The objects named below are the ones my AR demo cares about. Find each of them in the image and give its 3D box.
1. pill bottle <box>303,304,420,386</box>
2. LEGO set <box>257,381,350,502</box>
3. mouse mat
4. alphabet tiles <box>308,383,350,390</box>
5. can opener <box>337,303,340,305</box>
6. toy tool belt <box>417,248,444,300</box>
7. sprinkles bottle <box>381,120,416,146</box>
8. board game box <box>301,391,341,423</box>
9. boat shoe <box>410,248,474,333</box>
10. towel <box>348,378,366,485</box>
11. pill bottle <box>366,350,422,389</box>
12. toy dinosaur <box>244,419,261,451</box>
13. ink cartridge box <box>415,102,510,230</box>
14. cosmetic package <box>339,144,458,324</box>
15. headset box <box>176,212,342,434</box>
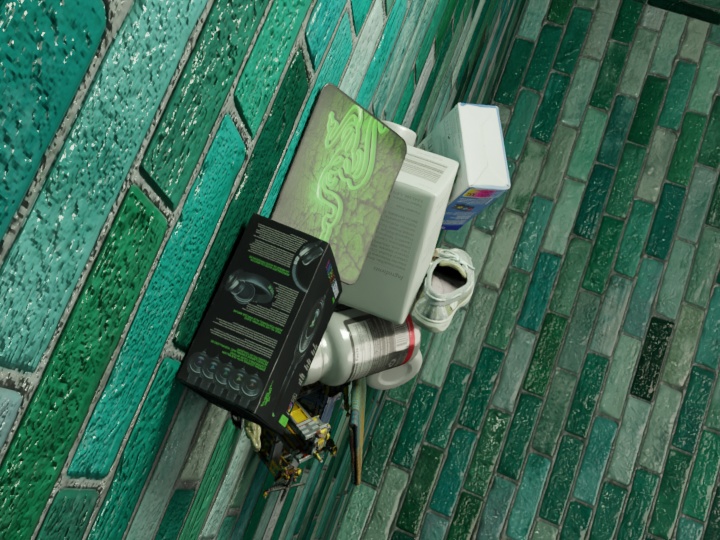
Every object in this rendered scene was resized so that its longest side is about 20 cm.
[{"bbox_3d":[-0.017,0.104,1.177,0.197,0.111,0.112,-12,129,-35],"label":"pill bottle"},{"bbox_3d":[-0.072,0.252,1.219,0.152,0.116,0.203,-10,131,-44],"label":"LEGO set"},{"bbox_3d":[-0.024,-0.100,0.973,0.160,0.007,0.203,28,78,-41],"label":"mouse mat"},{"bbox_3d":[-0.053,0.110,1.269,0.199,0.007,0.171,2,103,-58],"label":"alphabet tiles"},{"bbox_3d":[0.000,0.000,1.277,0.053,0.067,0.200,-37,-176,30],"label":"can opener"},{"bbox_3d":[0.094,0.058,1.344,0.199,0.124,0.125,-29,171,-45],"label":"toy tool belt"},{"bbox_3d":[0.029,-0.138,1.316,0.068,0.067,0.204,9,100,-80],"label":"sprinkles bottle"},{"bbox_3d":[-0.063,0.197,1.464,0.200,0.061,0.203,-33,142,-75],"label":"board game box"},{"bbox_3d":[0.129,0.016,1.186,0.202,0.073,0.066,-47,160,-55],"label":"boat shoe"},{"bbox_3d":[-0.006,0.212,1.270,0.202,0.021,0.149,-85,174,-52],"label":"towel"},{"bbox_3d":[0.030,0.104,1.446,0.114,0.110,0.202,100,-25,-46],"label":"pill bottle"},{"bbox_3d":[-0.123,0.139,1.054,0.088,0.047,0.204,-173,-78,-85],"label":"toy dinosaur"},{"bbox_3d":[0.144,-0.150,1.254,0.200,0.075,0.139,141,-52,-60],"label":"ink cartridge box"},{"bbox_3d":[0.027,-0.065,1.150,0.165,0.162,0.203,-51,158,-62],"label":"cosmetic package"},{"bbox_3d":[-0.104,0.071,0.877,0.175,0.091,0.203,80,32,-71],"label":"headset box"}]
